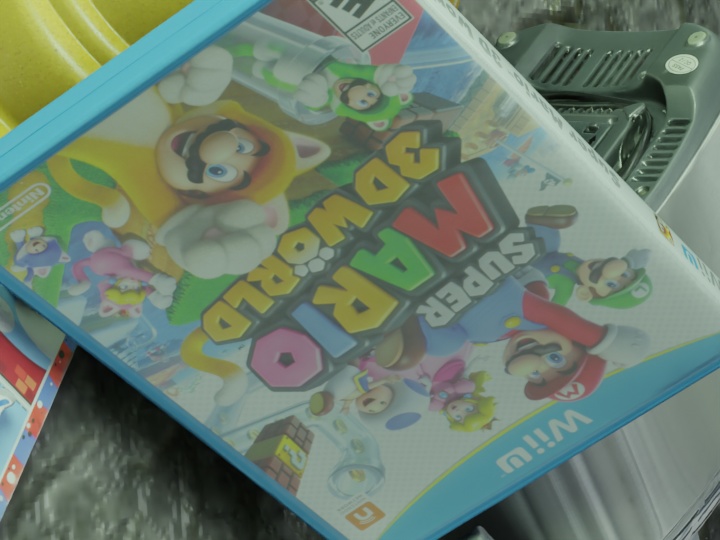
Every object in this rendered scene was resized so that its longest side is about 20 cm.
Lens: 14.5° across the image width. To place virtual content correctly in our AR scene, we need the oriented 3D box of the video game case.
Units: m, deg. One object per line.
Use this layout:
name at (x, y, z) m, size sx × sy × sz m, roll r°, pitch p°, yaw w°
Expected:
video game case at (0.000, 0.000, 0.783) m, size 0.200 × 0.143 × 0.018 m, roll 41°, pitch 24°, yaw -38°

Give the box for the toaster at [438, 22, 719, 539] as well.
toaster at (0.065, 0.020, 0.925) m, size 0.200 × 0.113 × 0.130 m, roll -52°, pitch 129°, yaw -36°

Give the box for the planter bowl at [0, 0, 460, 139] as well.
planter bowl at (-0.027, -0.115, 0.770) m, size 0.199 × 0.083 × 0.202 m, roll 5°, pitch 82°, yaw -37°

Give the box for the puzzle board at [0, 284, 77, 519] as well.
puzzle board at (-0.127, -0.046, 0.750) m, size 0.200 × 0.017 × 0.151 m, roll 51°, pitch 48°, yaw -39°

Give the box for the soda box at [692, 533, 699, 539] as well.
soda box at (0.097, 0.188, 0.993) m, size 0.068 × 0.063 × 0.201 m, roll -32°, pitch 112°, yaw -51°

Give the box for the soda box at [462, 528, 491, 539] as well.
soda box at (0.074, 0.178, 0.884) m, size 0.200 × 0.068 × 0.064 m, roll 47°, pitch 20°, yaw -21°
